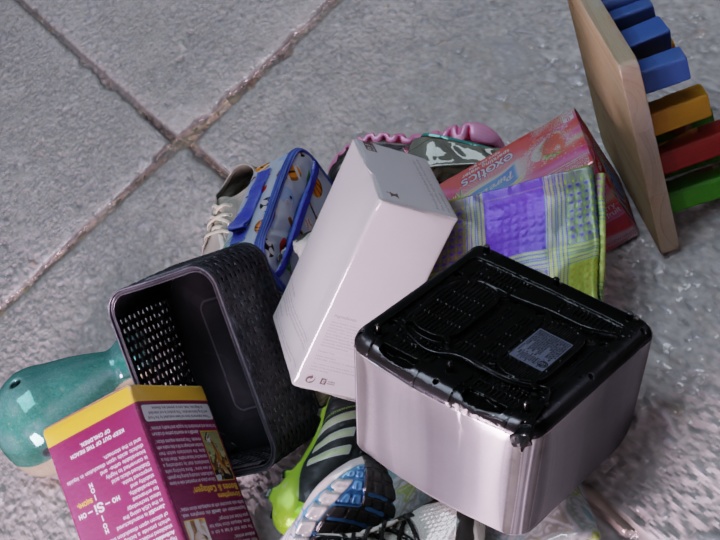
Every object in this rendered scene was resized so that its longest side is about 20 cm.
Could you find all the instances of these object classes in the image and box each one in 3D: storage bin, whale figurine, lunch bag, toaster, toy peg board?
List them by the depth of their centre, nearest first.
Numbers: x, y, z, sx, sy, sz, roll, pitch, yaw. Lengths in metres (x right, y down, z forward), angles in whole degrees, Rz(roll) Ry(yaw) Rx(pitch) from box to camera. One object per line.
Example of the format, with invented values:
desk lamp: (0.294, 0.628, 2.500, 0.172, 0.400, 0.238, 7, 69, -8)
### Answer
toaster: (0.103, 0.091, 1.144, 0.180, 0.120, 0.199, 25, 41, 31)
toy peg board: (0.268, -0.161, 1.320, 0.097, 0.200, 0.201, -19, 36, 3)
storage bin: (-0.137, 0.090, 1.399, 0.134, 0.202, 0.094, -16, 7, 32)
lunch bag: (-0.068, -0.020, 1.503, 0.075, 0.161, 0.201, -18, 35, 28)
whale figurine: (-0.324, 0.134, 1.636, 0.199, 0.104, 0.159, -38, 33, 4)

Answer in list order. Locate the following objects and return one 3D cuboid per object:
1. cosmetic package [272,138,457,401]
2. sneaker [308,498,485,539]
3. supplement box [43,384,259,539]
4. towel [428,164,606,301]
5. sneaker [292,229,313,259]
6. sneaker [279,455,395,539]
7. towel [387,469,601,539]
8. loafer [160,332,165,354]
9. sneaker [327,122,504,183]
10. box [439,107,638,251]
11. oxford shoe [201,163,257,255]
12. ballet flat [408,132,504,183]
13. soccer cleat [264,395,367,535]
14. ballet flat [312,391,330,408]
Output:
cosmetic package: (0.000, 0.000, 1.301, 0.201, 0.080, 0.113, -62, 26, 26)
sneaker: (0.005, 0.231, 1.133, 0.199, 0.088, 0.076, -37, 34, 4)
supplement box: (-0.175, 0.211, 1.292, 0.102, 0.131, 0.202, -27, 74, 18)
towel: (0.119, -0.012, 1.286, 0.198, 0.023, 0.145, -11, 60, 28)
sneaker: (-0.002, -0.010, 1.462, 0.080, 0.084, 0.199, -14, 3, 31)
sneaker: (-0.036, 0.220, 1.215, 0.201, 0.074, 0.087, -61, 21, 26)
towel: (0.088, 0.207, 1.197, 0.199, 0.048, 0.172, -33, 37, 11)
loafer: (-0.134, 0.031, 1.616, 0.199, 0.072, 0.063, -37, 13, -7)
sneaker: (0.053, -0.092, 1.541, 0.198, 0.079, 0.096, -8, 59, 23)
box: (0.145, -0.047, 1.380, 0.199, 0.103, 0.095, -29, 35, 16)
oxford shoe: (-0.156, -0.047, 1.723, 0.075, 0.058, 0.201, -10, 46, 35)
ballet flat: (0.139, -0.093, 1.451, 0.198, 0.067, 0.064, 7, 72, 20)
soccer cleat: (-0.011, 0.163, 1.339, 0.080, 0.068, 0.201, 15, 54, 24)
ballet flat: (-0.096, 0.115, 1.474, 0.198, 0.057, 0.067, -9, 45, 39)
